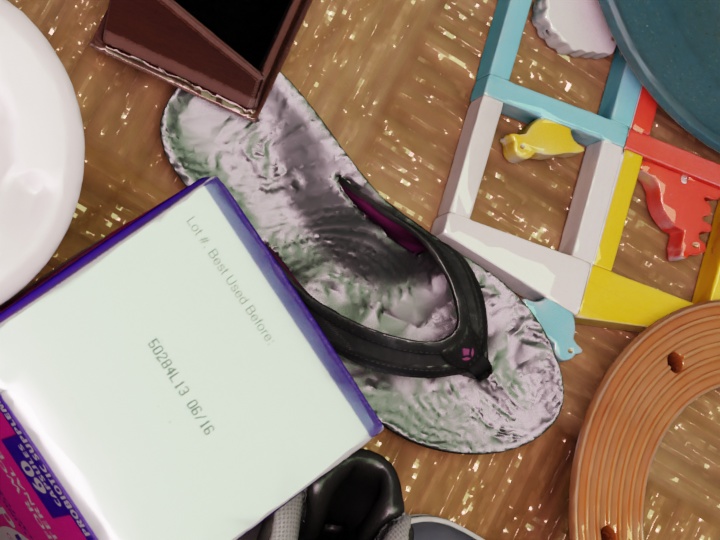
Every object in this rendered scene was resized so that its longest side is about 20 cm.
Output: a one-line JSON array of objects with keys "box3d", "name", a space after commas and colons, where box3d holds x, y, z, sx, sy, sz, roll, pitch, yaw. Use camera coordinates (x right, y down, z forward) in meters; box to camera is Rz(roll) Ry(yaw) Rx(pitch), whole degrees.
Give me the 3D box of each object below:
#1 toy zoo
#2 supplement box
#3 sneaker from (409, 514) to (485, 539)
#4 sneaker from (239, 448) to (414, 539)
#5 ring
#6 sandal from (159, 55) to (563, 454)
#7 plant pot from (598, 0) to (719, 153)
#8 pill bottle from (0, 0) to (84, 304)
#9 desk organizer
[{"box3d": [0.108, -0.057, 1.014, 0.131, 0.020, 0.201, 19, 78, -16], "name": "toy zoo"}, {"box3d": [-0.087, 0.048, 0.843, 0.103, 0.200, 0.101, -35, 94, -18], "name": "supplement box"}, {"box3d": [0.069, 0.183, 0.944, 0.078, 0.079, 0.200, -31, 92, -18], "name": "sneaker"}, {"box3d": [-0.009, 0.096, 0.858, 0.075, 0.200, 0.116, 17, 122, -7], "name": "sneaker"}, {"box3d": [0.160, 0.111, 0.989, 0.200, 0.019, 0.201, 9, 74, -33], "name": "ring"}, {"box3d": [-0.001, 0.000, 0.949, 0.200, 0.048, 0.075, 43, 87, -5], "name": "sandal"}, {"box3d": [0.220, -0.152, 0.952, 0.199, 0.188, 0.201, 4, 80, -27], "name": "plant pot"}, {"box3d": [-0.167, -0.027, 0.824, 0.114, 0.200, 0.115, 2, 83, -17], "name": "pill bottle"}, {"box3d": [-0.029, -0.169, 0.935, 0.071, 0.077, 0.201, 24, 70, -3], "name": "desk organizer"}]
